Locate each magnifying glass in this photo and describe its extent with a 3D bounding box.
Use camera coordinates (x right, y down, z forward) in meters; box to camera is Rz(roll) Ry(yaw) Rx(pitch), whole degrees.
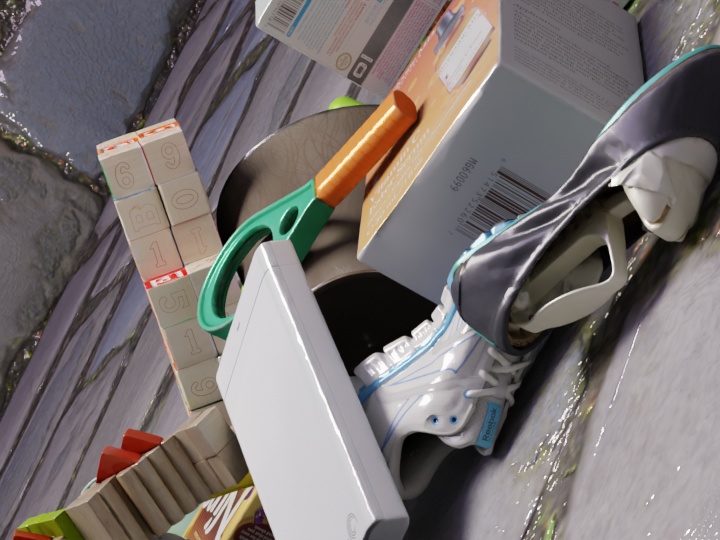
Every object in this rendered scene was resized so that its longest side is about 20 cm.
[{"bbox_3d":[-0.035,-0.033,1.466,0.200,0.022,0.080,-45,30,27],"label":"magnifying glass"}]

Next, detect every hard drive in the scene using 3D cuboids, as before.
[{"bbox_3d":[-0.032,0.100,1.395,0.132,0.027,0.200,110,145,-45],"label":"hard drive"}]

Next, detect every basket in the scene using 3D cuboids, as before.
[{"bbox_3d":[0.000,0.000,1.546,0.180,0.136,0.200,-17,29,4],"label":"basket"}]

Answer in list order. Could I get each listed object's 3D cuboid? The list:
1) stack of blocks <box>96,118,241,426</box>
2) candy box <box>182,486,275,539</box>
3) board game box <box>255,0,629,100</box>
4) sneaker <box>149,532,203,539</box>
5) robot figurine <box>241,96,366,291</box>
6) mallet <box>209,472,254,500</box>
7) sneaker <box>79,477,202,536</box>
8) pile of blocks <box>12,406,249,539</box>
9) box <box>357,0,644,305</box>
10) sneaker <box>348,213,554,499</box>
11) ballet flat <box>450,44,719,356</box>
[{"bbox_3d":[-0.113,0.007,1.602,0.059,0.200,0.115,-19,11,-5],"label":"stack of blocks"},{"bbox_3d":[-0.058,0.147,1.633,0.200,0.056,0.117,-60,13,10],"label":"candy box"},{"bbox_3d":[0.054,-0.177,1.572,0.148,0.200,0.064,-57,12,15],"label":"board game box"},{"bbox_3d":[-0.097,0.202,1.486,0.200,0.099,0.078,2,75,56],"label":"sneaker"},{"bbox_3d":[-0.032,-0.047,1.828,0.176,0.116,0.200,-66,12,-2],"label":"robot figurine"},{"bbox_3d":[-0.105,0.132,1.551,0.041,0.200,0.066,-83,-18,-74],"label":"mallet"},{"bbox_3d":[-0.150,0.176,1.797,0.074,0.118,0.200,-64,11,-6],"label":"sneaker"},{"bbox_3d":[-0.153,0.140,1.488,0.200,0.062,0.082,-35,11,-14],"label":"pile of blocks"},{"bbox_3d":[0.085,-0.082,1.450,0.152,0.106,0.200,-55,13,25],"label":"box"},{"bbox_3d":[0.070,0.052,1.336,0.200,0.075,0.087,-50,42,30],"label":"sneaker"},{"bbox_3d":[0.131,-0.027,1.238,0.200,0.073,0.073,-42,18,20],"label":"ballet flat"}]
